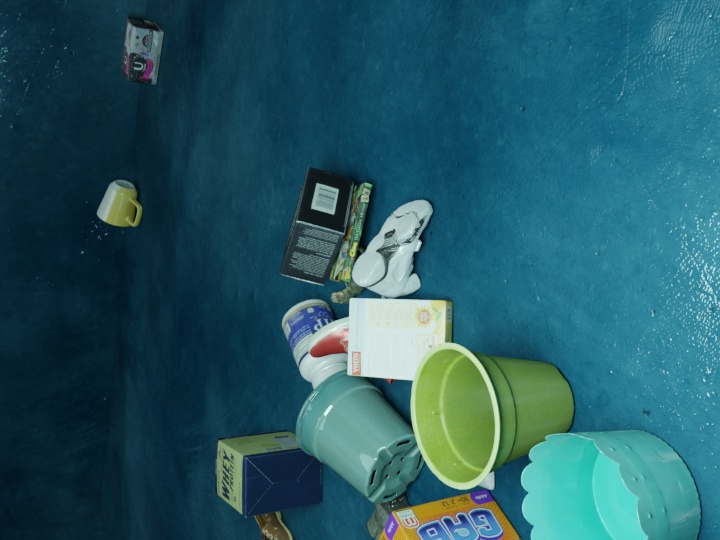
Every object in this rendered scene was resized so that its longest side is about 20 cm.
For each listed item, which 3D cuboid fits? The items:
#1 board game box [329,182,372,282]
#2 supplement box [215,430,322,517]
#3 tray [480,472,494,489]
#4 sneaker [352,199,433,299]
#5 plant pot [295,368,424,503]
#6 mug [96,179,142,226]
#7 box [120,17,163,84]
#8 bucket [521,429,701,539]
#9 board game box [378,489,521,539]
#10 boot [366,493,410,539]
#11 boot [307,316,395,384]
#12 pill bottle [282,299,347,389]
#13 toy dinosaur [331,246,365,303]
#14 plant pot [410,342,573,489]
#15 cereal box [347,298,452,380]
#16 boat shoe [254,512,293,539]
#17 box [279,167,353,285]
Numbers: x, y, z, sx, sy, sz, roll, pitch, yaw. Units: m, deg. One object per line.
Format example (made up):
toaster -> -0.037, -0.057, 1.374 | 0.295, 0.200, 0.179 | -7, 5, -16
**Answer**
board game box -> -0.021, -0.076, 1.583 | 0.105, 0.023, 0.203 | 175, 108, -76
supplement box -> -0.221, 0.476, 1.826 | 0.199, 0.197, 0.137 | 3, 92, 59
tray -> 0.186, 0.267, 1.319 | 0.107, 0.022, 0.203 | -2, 89, 58
sneaker -> 0.080, -0.032, 1.441 | 0.201, 0.115, 0.075 | -50, 40, 0
plant pot -> 0.009, 0.325, 1.467 | 0.196, 0.198, 0.203 | 35, 120, 44
mug -> -0.961, -0.275, 3.121 | 0.150, 0.184, 0.155 | -83, 16, -68
box -> -0.813, -0.814, 2.848 | 0.132, 0.113, 0.202 | 50, 132, 46
bucket -> 0.322, 0.304, 0.989 | 0.206, 0.133, 0.211 | 0, 90, 59
board game box -> 0.144, 0.509, 1.223 | 0.200, 0.197, 0.202 | 54, 135, 43
boot -> 0.074, 0.515, 1.484 | 0.200, 0.067, 0.132 | -129, 43, -55
boot -> -0.001, 0.164, 1.485 | 0.073, 0.198, 0.146 | 53, -162, -62
pill bottle -> -0.087, 0.174, 1.675 | 0.201, 0.118, 0.120 | 63, 140, 35
toy dinosaur -> 0.000, 0.000, 1.603 | 0.200, 0.047, 0.089 | -38, 62, 47
plant pot -> 0.205, 0.202, 1.127 | 0.199, 0.188, 0.204 | 3, 93, 57
cereal box -> 0.070, 0.125, 1.399 | 0.197, 0.039, 0.146 | 1, 87, 30
boat shoe -> -0.224, 0.676, 1.961 | 0.201, 0.067, 0.073 | 54, 134, 43
box -> -0.093, -0.089, 1.614 | 0.201, 0.103, 0.150 | 115, 167, -55
